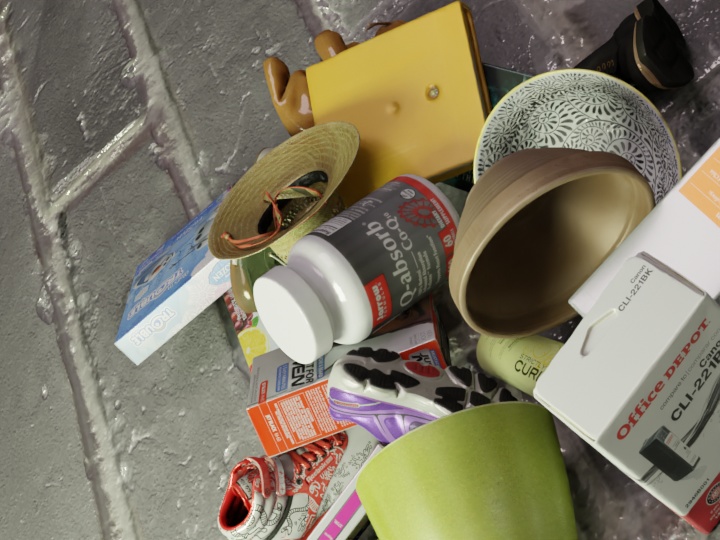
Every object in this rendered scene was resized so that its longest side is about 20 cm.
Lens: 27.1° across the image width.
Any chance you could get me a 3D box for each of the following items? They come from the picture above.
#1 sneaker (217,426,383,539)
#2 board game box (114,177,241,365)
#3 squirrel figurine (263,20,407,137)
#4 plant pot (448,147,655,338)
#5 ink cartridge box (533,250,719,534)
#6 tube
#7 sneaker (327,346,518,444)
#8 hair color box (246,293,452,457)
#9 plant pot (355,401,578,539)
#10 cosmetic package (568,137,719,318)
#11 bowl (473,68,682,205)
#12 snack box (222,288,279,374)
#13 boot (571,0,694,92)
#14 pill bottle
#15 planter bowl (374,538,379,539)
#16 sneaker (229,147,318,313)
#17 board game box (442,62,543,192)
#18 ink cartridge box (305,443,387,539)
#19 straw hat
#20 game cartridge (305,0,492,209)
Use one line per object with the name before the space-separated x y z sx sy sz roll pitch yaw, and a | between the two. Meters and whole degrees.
sneaker | -0.058 0.198 1.490 0.202 0.108 0.067 -53 41 -1
board game box | -0.194 -0.008 1.758 0.199 0.043 0.200 -39 21 17
squirrel figurine | 0.010 -0.186 1.705 0.185 0.141 0.202 -22 62 16
plant pot | 0.156 -0.042 1.338 0.201 0.200 0.093 -42 53 11
ink cartridge box | 0.251 0.101 1.200 0.145 0.200 0.084 -52 40 0
tube | 0.169 0.088 1.353 0.200 0.051 0.059 -157 78 -67
sneaker | 0.064 0.135 1.403 0.081 0.197 0.084 -66 -8 -55
hair color box | -0.010 0.101 1.478 0.198 0.065 0.111 -20 22 7
plant pot | 0.113 0.246 1.267 0.186 0.186 0.202 -32 60 21
cosmetic package | 0.291 -0.006 1.316 0.200 0.071 0.101 -48 62 6
bowl | 0.216 -0.097 1.429 0.199 0.203 0.094 -27 2 26
snack box | -0.053 0.043 1.626 0.168 0.068 0.201 -40 43 15
boot | 0.251 -0.185 1.469 0.138 0.078 0.200 -38 7 23
pill bottle | 0.000 0.000 1.458 0.199 0.117 0.115 -34 33 -28
planter bowl | 0.011 0.317 1.360 0.199 0.083 0.203 -24 48 30
sneaker | -0.081 -0.055 1.619 0.089 0.067 0.203 -11 56 34
board game box | 0.135 -0.147 1.567 0.199 0.028 0.137 24 107 52
ink cartridge box | -0.023 0.254 1.431 0.037 0.095 0.201 35 89 11
straw hat | -0.059 -0.054 1.543 0.200 0.085 0.202 -30 28 18
game cartridge | 0.042 -0.168 1.583 0.198 0.032 0.179 -19 70 28
